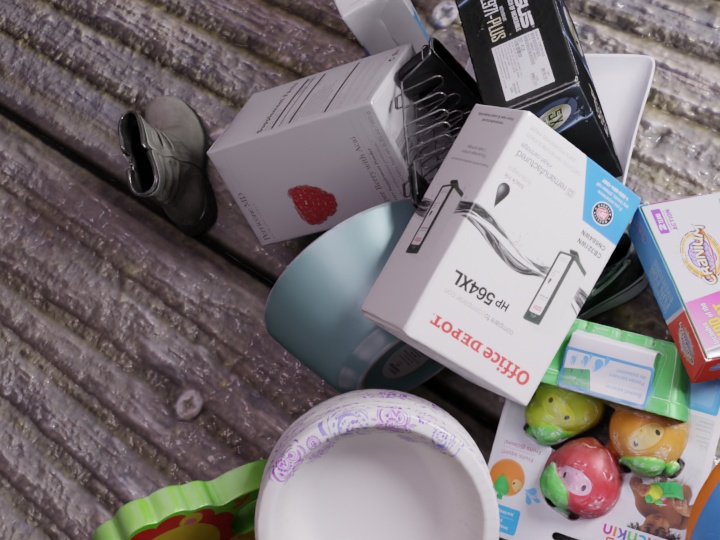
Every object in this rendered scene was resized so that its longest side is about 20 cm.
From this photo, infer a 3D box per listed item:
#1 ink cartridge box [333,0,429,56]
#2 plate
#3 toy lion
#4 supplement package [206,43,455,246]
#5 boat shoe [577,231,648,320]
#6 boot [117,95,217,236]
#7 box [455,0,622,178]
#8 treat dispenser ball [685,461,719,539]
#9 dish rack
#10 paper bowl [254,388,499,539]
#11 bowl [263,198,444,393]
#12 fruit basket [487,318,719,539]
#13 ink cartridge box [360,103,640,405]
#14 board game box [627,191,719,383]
[{"bbox_3d":[0.000,-0.328,1.323,0.066,0.116,0.201,-29,56,11],"label":"ink cartridge box"},{"bbox_3d":[0.177,-0.122,1.185,0.199,0.032,0.201,7,70,29],"label":"plate"},{"bbox_3d":[-0.140,0.233,1.068,0.199,0.192,0.069,-36,56,5],"label":"toy lion"},{"bbox_3d":[-0.026,-0.121,1.189,0.199,0.122,0.120,-13,31,33],"label":"supplement package"},{"bbox_3d":[0.168,0.029,1.092,0.198,0.068,0.074,-26,57,13],"label":"boat shoe"},{"bbox_3d":[-0.222,-0.144,1.331,0.067,0.131,0.201,-27,57,11],"label":"boot"},{"bbox_3d":[0.160,-0.191,1.109,0.086,0.164,0.201,-20,58,16],"label":"box"},{"bbox_3d":[0.330,0.206,0.844,0.199,0.201,0.202,-11,61,21],"label":"treat dispenser ball"},{"bbox_3d":[0.092,-0.094,1.088,0.054,0.153,0.201,-29,42,28],"label":"dish rack"},{"bbox_3d":[0.013,0.199,1.011,0.199,0.104,0.203,0,100,-1],"label":"paper bowl"},{"bbox_3d":[0.024,0.041,1.085,0.200,0.201,0.105,-37,61,5],"label":"bowl"},{"bbox_3d":[0.199,0.145,1.005,0.184,0.094,0.202,15,81,25],"label":"fruit basket"},{"bbox_3d":[0.116,-0.012,0.987,0.201,0.145,0.084,-61,29,-3],"label":"ink cartridge box"},{"bbox_3d":[0.341,0.000,0.987,0.198,0.040,0.154,-10,58,-9],"label":"board game box"}]
